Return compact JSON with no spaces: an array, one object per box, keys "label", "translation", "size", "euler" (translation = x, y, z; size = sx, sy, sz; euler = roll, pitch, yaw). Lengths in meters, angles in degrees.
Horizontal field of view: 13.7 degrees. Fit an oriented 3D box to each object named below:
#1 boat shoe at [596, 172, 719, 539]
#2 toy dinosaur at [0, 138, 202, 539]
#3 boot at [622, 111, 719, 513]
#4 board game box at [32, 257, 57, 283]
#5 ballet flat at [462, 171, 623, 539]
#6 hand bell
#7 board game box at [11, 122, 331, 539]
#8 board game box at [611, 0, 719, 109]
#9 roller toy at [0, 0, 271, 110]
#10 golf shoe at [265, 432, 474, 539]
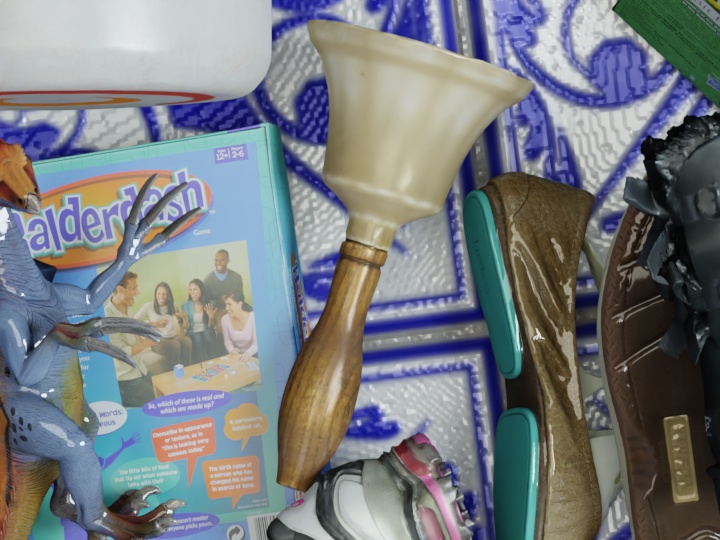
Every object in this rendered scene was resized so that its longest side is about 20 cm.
[{"label":"boat shoe","translation":[0.138,0.047,1.298],"size":[0.074,0.075,0.203],"euler":[1,102,2]},{"label":"toy dinosaur","translation":[-0.143,0.040,1.272],"size":[0.200,0.105,0.182],"euler":[-34,103,0]},{"label":"boot","translation":[0.211,0.003,1.222],"size":[0.197,0.073,0.163],"euler":[-12,91,-4]},{"label":"board game box","translation":[-0.231,0.068,1.357],"size":[0.135,0.035,0.201],"euler":[23,101,19]},{"label":"ballet flat","translation":[0.092,0.054,1.342],"size":[0.072,0.068,0.201],"euler":[-5,86,-14]},{"label":"hand bell","translation":[0.000,0.000,1.317],"size":[0.104,0.104,0.201],"euler":[15,88,6]},{"label":"board game box","translation":[-0.097,0.043,1.364],"size":[0.151,0.045,0.201],"euler":[-8,90,7]},{"label":"board game box","translation":[0.199,-0.069,1.302],"size":[0.200,0.105,0.023],"euler":[43,76,3]},{"label":"roller toy","translation":[-0.130,-0.143,1.298],"size":[0.182,0.200,0.140],"euler":[-1,90,-5]},{"label":"golf shoe","translation":[0.027,0.175,1.325],"size":[0.092,0.073,0.201],"euler":[-23,101,-3]}]
